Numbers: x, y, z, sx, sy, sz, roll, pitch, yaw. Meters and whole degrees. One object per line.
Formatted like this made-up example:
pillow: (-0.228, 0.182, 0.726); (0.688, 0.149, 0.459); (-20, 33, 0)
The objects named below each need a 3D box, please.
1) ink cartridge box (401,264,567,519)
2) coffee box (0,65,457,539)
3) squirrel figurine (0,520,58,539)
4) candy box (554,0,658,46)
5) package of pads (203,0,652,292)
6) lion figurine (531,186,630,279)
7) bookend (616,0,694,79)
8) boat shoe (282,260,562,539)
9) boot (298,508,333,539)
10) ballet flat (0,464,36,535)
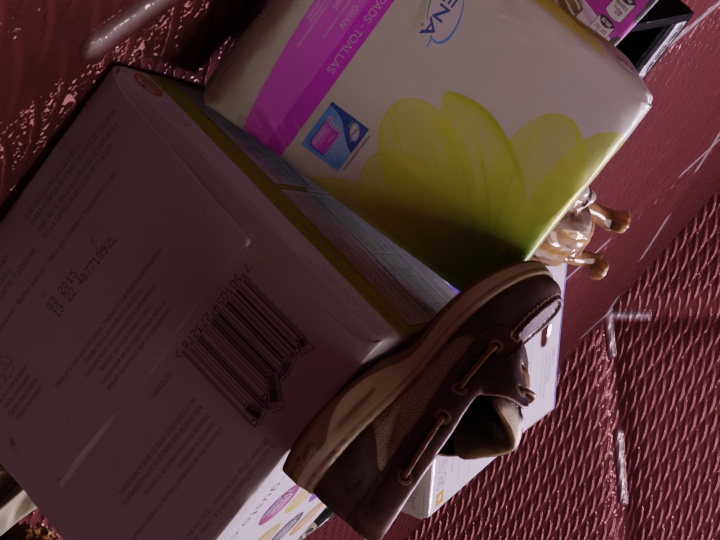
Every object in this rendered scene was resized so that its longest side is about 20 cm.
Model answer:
ink cartridge box: (0.094, 0.059, 1.023); (0.199, 0.043, 0.200); (-29, 129, -47)
coffee box: (-0.083, 0.037, 0.751); (0.200, 0.200, 0.198); (-49, 165, 14)
squirrel figurine: (-0.265, 0.295, 0.995); (0.186, 0.141, 0.202); (18, 91, -39)
candy box: (0.063, -0.142, 0.777); (0.200, 0.136, 0.061); (-48, -167, 8)
package of pads: (0.039, -0.099, 0.719); (0.155, 0.199, 0.068); (-51, -168, 13)
lion figurine: (0.114, -0.060, 0.932); (0.122, 0.200, 0.073); (20, 106, -31)
bookend: (0.140, -0.150, 1.058); (0.199, 0.092, 0.199); (-21, 152, -55)
boat shoe: (0.050, 0.064, 0.656); (0.199, 0.072, 0.072); (-33, 159, -44)
boot: (-0.064, 0.146, 1.160); (0.203, 0.154, 0.074); (-39, 172, -16)
ballet flat: (-0.229, 0.127, 0.875); (0.200, 0.069, 0.069); (-44, 165, -1)
